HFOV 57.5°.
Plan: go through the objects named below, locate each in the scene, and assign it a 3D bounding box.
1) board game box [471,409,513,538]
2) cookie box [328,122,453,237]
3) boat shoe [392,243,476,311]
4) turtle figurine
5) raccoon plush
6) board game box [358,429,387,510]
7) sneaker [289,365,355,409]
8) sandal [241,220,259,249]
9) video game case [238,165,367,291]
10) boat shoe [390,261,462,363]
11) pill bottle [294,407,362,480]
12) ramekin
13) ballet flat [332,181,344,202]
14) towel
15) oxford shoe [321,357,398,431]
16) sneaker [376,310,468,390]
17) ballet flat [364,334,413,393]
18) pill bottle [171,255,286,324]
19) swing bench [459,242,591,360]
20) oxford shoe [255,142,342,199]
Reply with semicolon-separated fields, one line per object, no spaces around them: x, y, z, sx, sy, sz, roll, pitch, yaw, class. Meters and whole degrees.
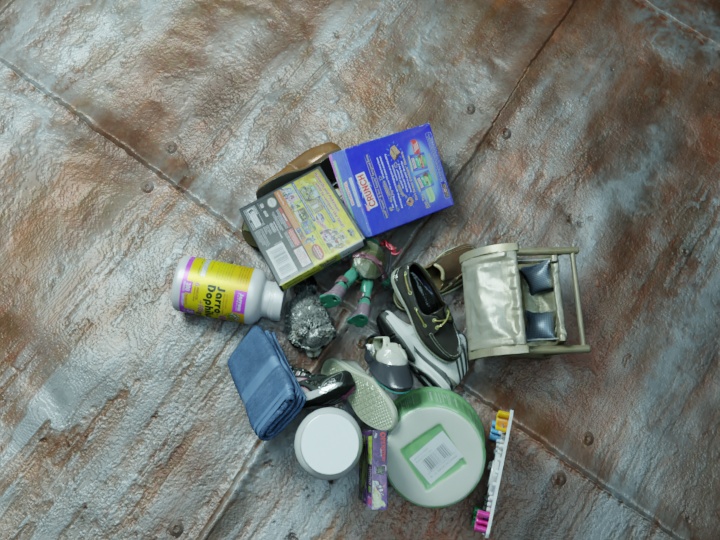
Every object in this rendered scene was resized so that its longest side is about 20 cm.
0.225;0.348;1.131;0.026;0.200;0.202;12;74;12;board game box
0.061;-0.174;1.268;0.199;0.075;0.173;-21;97;-25;cookie box
0.156;0.012;1.274;0.202;0.075;0.075;-36;81;-13;boat shoe
0.000;0.000;1.228;0.149;0.101;0.201;24;49;-2;turtle figurine
-0.107;0.066;1.204;0.096;0.134;0.201;-22;78;-9;raccoon plush
0.019;0.334;1.112;0.032;0.200;0.121;6;75;-5;board game box
-0.108;0.205;1.168;0.199;0.080;0.087;-21;65;20;sneaker
-0.137;-0.064;1.273;0.198;0.055;0.082;6;63;11;sandal
-0.110;-0.082;1.232;0.180;0.026;0.201;-29;60;-5;video game case
0.126;0.077;1.191;0.071;0.061;0.202;-31;87;-26;boat shoe
-0.055;0.294;1.116;0.115;0.200;0.118;1;76;-5;pill bottle
0.126;0.313;1.153;0.198;0.098;0.202;0;91;2;ramekin
-0.032;-0.157;1.305;0.074;0.074;0.200;44;76;7;ballet flat
-0.167;0.195;1.150;0.112;0.048;0.200;-49;43;10;towel
0.006;0.215;1.169;0.057;0.200;0.076;13;103;-43;oxford shoe
0.126;0.134;1.250;0.115;0.076;0.201;-42;90;-23;sneaker
0.045;0.155;1.162;0.072;0.200;0.074;-2;99;-11;ballet flat
-0.240;0.040;1.215;0.198;0.104;0.105;10;74;-2;pill bottle
0.300;0.060;1.222;0.198;0.130;0.201;2;76;-23;swing bench
-0.124;-0.196;1.319;0.199;0.072;0.071;-28;49;-9;oxford shoe
